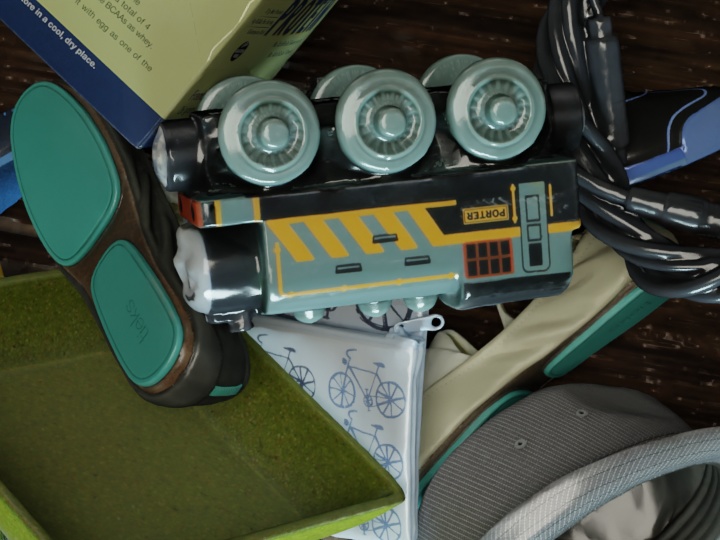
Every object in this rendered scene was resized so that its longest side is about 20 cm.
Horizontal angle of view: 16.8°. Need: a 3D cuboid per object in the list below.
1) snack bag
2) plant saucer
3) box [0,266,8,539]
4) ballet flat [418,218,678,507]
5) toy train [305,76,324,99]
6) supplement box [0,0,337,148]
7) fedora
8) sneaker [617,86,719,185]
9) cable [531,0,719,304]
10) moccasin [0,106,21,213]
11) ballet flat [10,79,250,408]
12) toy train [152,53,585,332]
[{"bbox_3d":[-0.040,0.026,1.201,0.188,0.021,0.201,7,95,39],"label":"snack bag"},{"bbox_3d":[-0.114,0.078,1.124,0.200,0.199,0.048,43,124,31],"label":"plant saucer"},{"bbox_3d":[-0.217,0.068,1.150,0.038,0.136,0.200,-54,45,37],"label":"box"},{"bbox_3d":[0.074,0.041,1.219,0.200,0.069,0.070,-41,88,4],"label":"ballet flat"},{"bbox_3d":[0.000,0.000,1.236,0.046,0.034,0.201,-5,93,-12],"label":"toy train"},{"bbox_3d":[-0.090,-0.199,1.140,0.200,0.134,0.200,43,105,7],"label":"supplement box"},{"bbox_3d":[0.105,0.116,1.188,0.200,0.177,0.090,-26,55,-14],"label":"fedora"},{"bbox_3d":[0.088,-0.070,1.195,0.200,0.070,0.078,-16,94,-2],"label":"sneaker"},{"bbox_3d":[0.161,-0.083,1.145,0.163,0.051,0.200,-39,81,7],"label":"cable"},{"bbox_3d":[-0.246,-0.039,1.238,0.200,0.080,0.068,-29,76,4],"label":"moccasin"},{"bbox_3d":[-0.108,-0.008,1.163,0.068,0.068,0.200,-45,52,23],"label":"ballet flat"},{"bbox_3d":[0.008,-0.035,1.096,0.199,0.085,0.114,-7,98,-14],"label":"toy train"}]
